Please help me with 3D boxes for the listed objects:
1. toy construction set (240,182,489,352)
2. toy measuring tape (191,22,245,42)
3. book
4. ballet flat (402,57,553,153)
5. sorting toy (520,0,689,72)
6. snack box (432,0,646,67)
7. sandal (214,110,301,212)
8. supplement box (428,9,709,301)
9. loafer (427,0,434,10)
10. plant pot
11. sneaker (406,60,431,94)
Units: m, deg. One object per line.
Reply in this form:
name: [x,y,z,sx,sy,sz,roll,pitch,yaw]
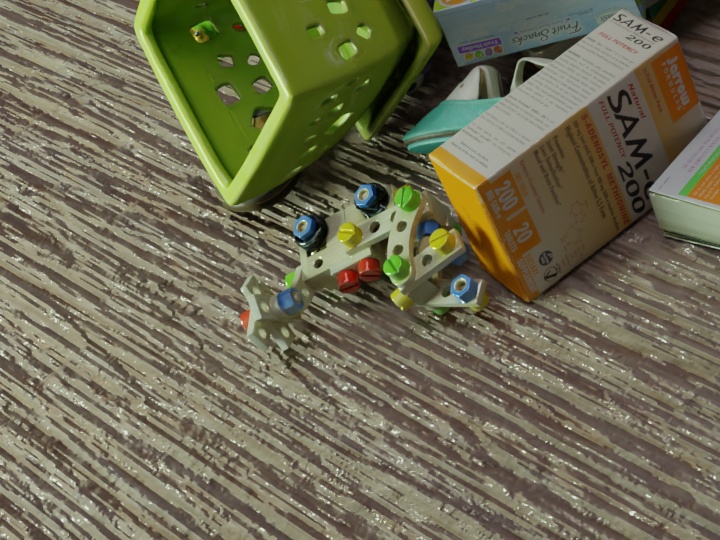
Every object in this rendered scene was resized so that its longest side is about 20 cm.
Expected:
toy construction set: [0.000,0.000,1.513,0.199,0.092,0.132,-18,56,14]
toy measuring tape: [-0.123,-0.290,1.919,0.073,0.074,0.200,6,50,35]
book: [0.335,-0.066,1.416,0.199,0.048,0.134,17,56,40]
ballet flat: [0.126,-0.140,1.591,0.199,0.067,0.071,-4,88,31]
sorting toy: [0.204,-0.254,1.684,0.198,0.070,0.200,-31,38,-4]
snack box: [0.158,-0.274,1.622,0.168,0.068,0.200,-11,39,23]
sandal: [-0.081,-0.129,1.725,0.081,0.055,0.200,0,46,31]
supplement box: [0.167,-0.089,1.476,0.200,0.126,0.074,-38,38,-11]
loafer: [0.039,-0.270,1.744,0.063,0.072,0.200,10,21,-3]
plant pot: [-0.056,-0.203,1.622,0.181,0.200,0.200,-21,74,-27]
sneaker: [0.015,-0.234,1.773,0.083,0.081,0.200,-24,40,-16]
